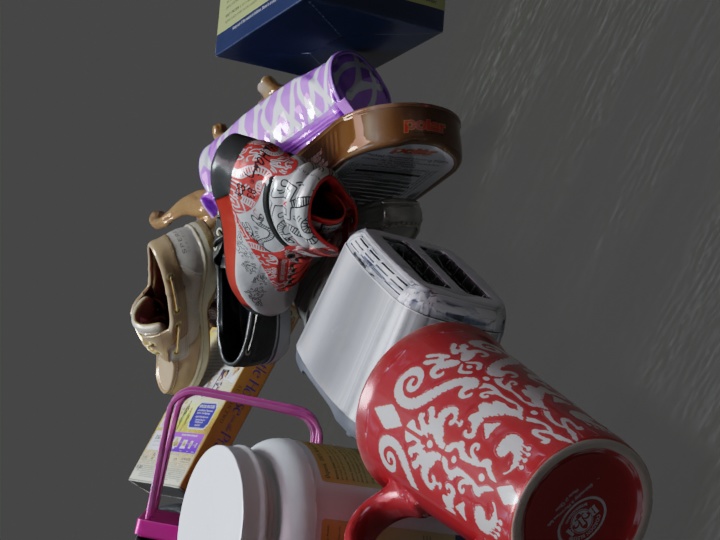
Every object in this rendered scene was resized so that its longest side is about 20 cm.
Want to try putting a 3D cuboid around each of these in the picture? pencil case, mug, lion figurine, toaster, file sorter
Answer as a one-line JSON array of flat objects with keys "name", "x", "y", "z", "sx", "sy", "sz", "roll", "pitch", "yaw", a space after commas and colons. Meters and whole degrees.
[{"name": "pencil case", "x": -0.063, "y": -0.117, "z": 1.715, "sx": 0.200, "sy": 0.084, "sz": 0.085, "roll": -34, "pitch": 6, "yaw": 35}, {"name": "mug", "x": 0.091, "y": 0.149, "z": 1.302, "sx": 0.200, "sy": 0.133, "sz": 0.179, "roll": 31, "pitch": 103, "yaw": 58}, {"name": "lion figurine", "x": -0.118, "y": -0.091, "z": 1.839, "sx": 0.122, "sy": 0.072, "sz": 0.201, "roll": 5, "pitch": 65, "yaw": 58}, {"name": "toaster", "x": 0.033, "y": 0.055, "z": 1.472, "sx": 0.130, "sy": 0.113, "sz": 0.200, "roll": -69, "pitch": 26, "yaw": 16}, {"name": "file sorter", "x": -0.105, "y": 0.168, "z": 1.616, "sx": 0.200, "sy": 0.138, "sz": 0.127, "roll": 132, "pitch": 150, "yaw": -84}]

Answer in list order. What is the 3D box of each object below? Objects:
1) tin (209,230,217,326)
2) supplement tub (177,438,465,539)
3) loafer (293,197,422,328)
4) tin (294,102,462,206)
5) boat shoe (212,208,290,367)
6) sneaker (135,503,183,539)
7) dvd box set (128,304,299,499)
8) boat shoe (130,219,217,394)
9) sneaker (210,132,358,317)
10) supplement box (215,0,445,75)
[{"name": "tin", "x": -0.113, "y": -0.001, "z": 1.821, "sx": 0.113, "sy": 0.042, "sz": 0.200, "roll": -63, "pitch": 22, "yaw": -14}, {"name": "supplement tub", "x": -0.023, "y": 0.202, "z": 1.429, "sx": 0.144, "sy": 0.199, "sz": 0.146, "roll": -35, "pitch": 49, "yaw": 55}, {"name": "loafer", "x": 0.000, "y": 0.000, "z": 1.621, "sx": 0.200, "sy": 0.069, "sz": 0.070, "roll": 132, "pitch": 134, "yaw": -57}, {"name": "tin", "x": 0.008, "y": -0.083, "z": 1.581, "sx": 0.200, "sy": 0.111, "sz": 0.042, "roll": -36, "pitch": 59, "yaw": 57}, {"name": "boat shoe", "x": -0.099, "y": -0.012, "z": 1.676, "sx": 0.068, "sy": 0.056, "sz": 0.202, "roll": 5, "pitch": 104, "yaw": 42}, {"name": "sneaker", "x": -0.169, "y": 0.254, "z": 1.806, "sx": 0.200, "sy": 0.111, "sz": 0.074, "roll": -39, "pitch": 55, "yaw": 53}, {"name": "dvd box set", "x": -0.137, "y": 0.119, "z": 1.805, "sx": 0.201, "sy": 0.029, "sz": 0.146, "roll": -62, "pitch": 21, "yaw": -16}, {"name": "boat shoe", "x": -0.177, "y": 0.039, "z": 1.759, "sx": 0.074, "sy": 0.069, "sz": 0.201, "roll": 55, "pitch": 146, "yaw": 40}, {"name": "sneaker", "x": -0.054, "y": -0.019, "z": 1.571, "sx": 0.067, "sy": 0.107, "sz": 0.202, "roll": -53, "pitch": -31, "yaw": -32}, {"name": "supplement box", "x": -0.023, "y": -0.293, "z": 1.693, "sx": 0.200, "sy": 0.133, "sz": 0.202, "roll": -18, "pitch": 64, "yaw": 61}]
